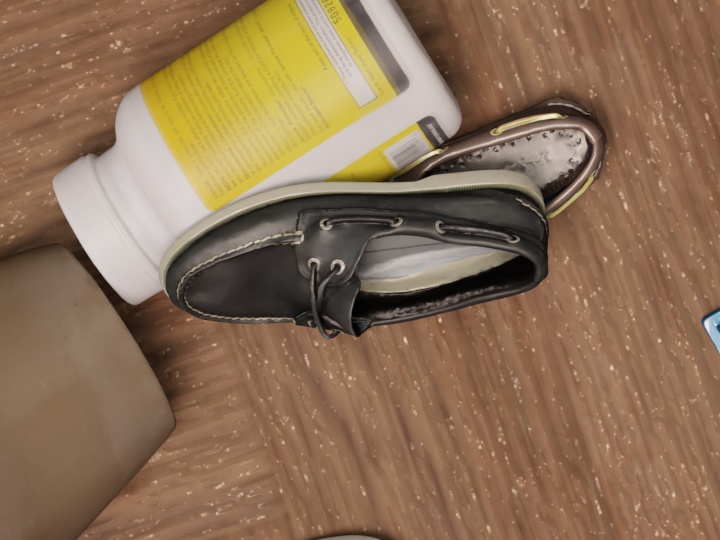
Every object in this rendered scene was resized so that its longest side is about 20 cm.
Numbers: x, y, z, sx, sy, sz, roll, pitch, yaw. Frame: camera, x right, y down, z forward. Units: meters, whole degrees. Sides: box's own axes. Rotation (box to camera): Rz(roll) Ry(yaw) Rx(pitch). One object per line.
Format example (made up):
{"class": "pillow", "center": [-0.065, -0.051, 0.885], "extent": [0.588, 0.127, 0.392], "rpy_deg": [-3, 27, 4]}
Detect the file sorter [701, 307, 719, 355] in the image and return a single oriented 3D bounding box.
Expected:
{"class": "file sorter", "center": [0.288, 0.083, 1.254], "extent": [0.138, 0.123, 0.200], "rpy_deg": [-30, 92, 5]}

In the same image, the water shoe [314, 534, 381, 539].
{"class": "water shoe", "center": [-0.067, 0.203, 1.302], "extent": [0.199, 0.079, 0.072], "rpy_deg": [-22, 93, 4]}

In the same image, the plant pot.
{"class": "plant pot", "center": [-0.198, 0.079, 1.260], "extent": [0.173, 0.200, 0.200], "rpy_deg": [-33, 92, -11]}

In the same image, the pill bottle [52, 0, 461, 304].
{"class": "pill bottle", "center": [-0.056, -0.069, 1.267], "extent": [0.200, 0.112, 0.112], "rpy_deg": [-32, 92, 5]}

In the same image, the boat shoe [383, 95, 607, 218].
{"class": "boat shoe", "center": [0.039, -0.030, 1.290], "extent": [0.199, 0.060, 0.072], "rpy_deg": [-26, 93, 5]}

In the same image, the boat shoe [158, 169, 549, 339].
{"class": "boat shoe", "center": [0.000, 0.002, 1.218], "extent": [0.198, 0.066, 0.075], "rpy_deg": [-6, 135, -8]}
